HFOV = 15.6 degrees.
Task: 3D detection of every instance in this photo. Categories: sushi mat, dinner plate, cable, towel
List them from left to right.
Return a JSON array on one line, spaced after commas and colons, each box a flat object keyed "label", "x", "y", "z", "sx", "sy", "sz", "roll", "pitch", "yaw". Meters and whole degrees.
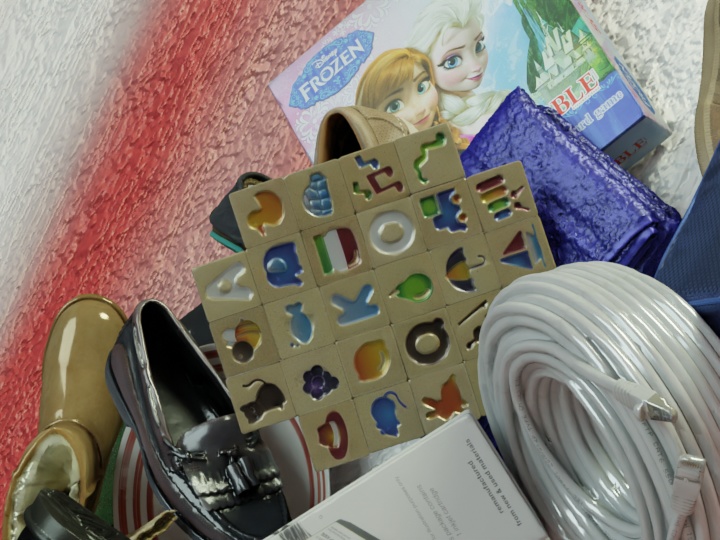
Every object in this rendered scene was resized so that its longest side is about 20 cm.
[{"label": "sushi mat", "x": -0.179, "y": 0.192, "z": 1.674, "sx": 0.096, "sy": 0.012, "sz": 0.200, "roll": -32, "pitch": -1, "yaw": -23}, {"label": "dinner plate", "x": -0.086, "y": 0.147, "z": 1.698, "sx": 0.200, "sy": 0.024, "sz": 0.201, "roll": -4, "pitch": 84, "yaw": 42}, {"label": "towel", "x": 0.082, "y": 0.010, "z": 1.542, "sx": 0.148, "sy": 0.050, "sz": 0.200, "roll": 41, "pitch": 101, "yaw": 22}, {"label": "cable", "x": 0.136, "y": 0.087, "z": 1.352, "sx": 0.069, "sy": 0.200, "sz": 0.200, "roll": -27, "pitch": 47, "yaw": -19}]

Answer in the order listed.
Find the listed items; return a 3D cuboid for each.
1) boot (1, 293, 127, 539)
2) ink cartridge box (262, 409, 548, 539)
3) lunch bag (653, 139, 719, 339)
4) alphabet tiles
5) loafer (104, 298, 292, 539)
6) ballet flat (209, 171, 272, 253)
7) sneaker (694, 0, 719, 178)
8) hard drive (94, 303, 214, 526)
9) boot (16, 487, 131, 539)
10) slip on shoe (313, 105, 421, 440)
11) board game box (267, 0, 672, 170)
[{"label": "boot", "x": -0.187, "y": 0.105, "z": 1.707, "sx": 0.200, "sy": 0.066, "sz": 0.176, "roll": -132, "pitch": 48, "yaw": -88}, {"label": "ink cartridge box", "x": -0.004, "y": 0.167, "z": 1.440, "sx": 0.200, "sy": 0.084, "sz": 0.145, "roll": -32, "pitch": -7, "yaw": -3}, {"label": "lunch bag", "x": 0.250, "y": -0.018, "z": 1.323, "sx": 0.200, "sy": 0.132, "sz": 0.136, "roll": -63, "pitch": 16, "yaw": -10}, {"label": "alphabet tiles", "x": 0.012, "y": 0.015, "z": 1.500, "sx": 0.200, "sy": 0.167, "sz": 0.006, "roll": -18, "pitch": -2, "yaw": 1}, {"label": "loafer", "x": -0.103, "y": 0.100, "z": 1.646, "sx": 0.200, "sy": 0.072, "sz": 0.063, "roll": 53, "pitch": 142, "yaw": 36}, {"label": "ballet flat", "x": -0.044, "y": -0.018, "z": 1.699, "sx": 0.073, "sy": 0.073, "sz": 0.200, "roll": -57, "pitch": 28, "yaw": 5}, {"label": "sneaker", "x": 0.233, "y": -0.097, "z": 1.460, "sx": 0.075, "sy": 0.070, "sz": 0.200, "roll": -30, "pitch": 45, "yaw": 36}, {"label": "hard drive", "x": -0.115, "y": 0.097, "z": 1.802, "sx": 0.200, "sy": 0.038, "sz": 0.140, "roll": -37, "pitch": 41, "yaw": 30}, {"label": "boot", "x": -0.170, "y": 0.214, "z": 1.446, "sx": 0.079, "sy": 0.211, "sz": 0.158, "roll": 32, "pitch": 82, "yaw": 16}, {"label": "slip on shoe", "x": 0.000, "y": 0.000, "z": 1.534, "sx": 0.076, "sy": 0.061, "sz": 0.201, "roll": -5, "pitch": 72, "yaw": 36}, {"label": "board game box", "x": 0.063, "y": -0.101, "z": 1.634, "sx": 0.200, "sy": 0.041, "sz": 0.200, "roll": -39, "pitch": 58, "yaw": 15}]
